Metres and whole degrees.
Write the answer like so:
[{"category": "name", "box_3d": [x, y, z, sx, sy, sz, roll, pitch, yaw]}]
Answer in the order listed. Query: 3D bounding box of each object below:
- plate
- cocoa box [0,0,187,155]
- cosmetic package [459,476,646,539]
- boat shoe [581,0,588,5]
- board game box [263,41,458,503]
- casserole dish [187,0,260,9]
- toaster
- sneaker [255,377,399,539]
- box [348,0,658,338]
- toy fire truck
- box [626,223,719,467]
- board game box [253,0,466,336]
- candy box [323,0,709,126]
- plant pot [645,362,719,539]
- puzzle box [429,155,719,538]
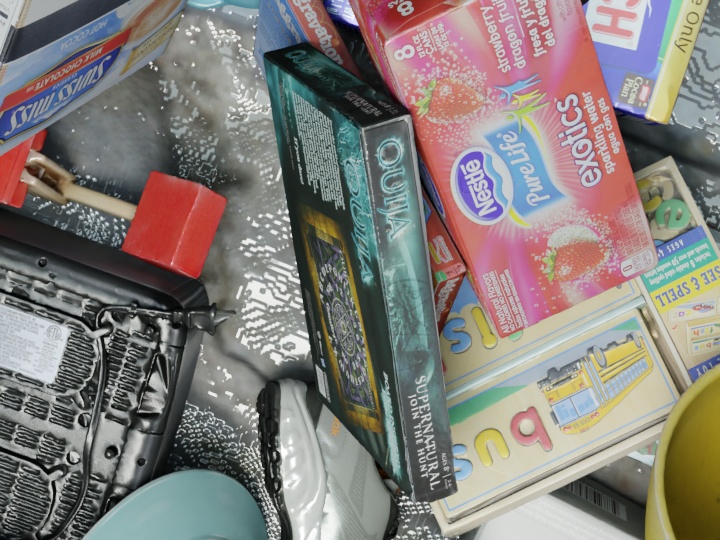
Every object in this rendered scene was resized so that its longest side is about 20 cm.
[{"category": "plate", "box_3d": [-0.110, 0.206, 1.021, 0.025, 0.200, 0.202, 21, 99, 33]}, {"category": "cocoa box", "box_3d": [-0.177, -0.163, 0.947, 0.133, 0.200, 0.132, 35, 126, 9]}, {"category": "cosmetic package", "box_3d": [0.085, 0.214, 1.059, 0.106, 0.090, 0.201, 28, 101, 1]}, {"category": "boat shoe", "box_3d": [0.134, -0.203, 0.939, 0.067, 0.057, 0.200, 42, 98, -5]}, {"category": "board game box", "box_3d": [0.000, 0.000, 0.932, 0.028, 0.135, 0.202, -17, 116, -17]}, {"category": "casserole dish", "box_3d": [-0.060, -0.240, 1.035, 0.120, 0.039, 0.201, 27, 99, 0]}, {"category": "toaster", "box_3d": [-0.182, 0.068, 1.039, 0.198, 0.119, 0.182, 18, 99, 2]}, {"category": "sneaker", "box_3d": [-0.010, 0.159, 1.065, 0.079, 0.074, 0.202, -6, 101, -13]}, {"category": "box", "box_3d": [0.068, -0.079, 0.919, 0.095, 0.100, 0.201, -25, 131, -1]}, {"category": "toy fire truck", "box_3d": [-0.186, -0.056, 1.032, 0.199, 0.141, 0.049, 17, 85, 41]}, {"category": "box", "box_3d": [0.137, 0.023, 1.054, 0.199, 0.040, 0.138, 22, 97, 1]}, {"category": "board game box", "box_3d": [-0.004, -0.061, 0.987, 0.019, 0.103, 0.201, -22, 71, -15]}, {"category": "candy box", "box_3d": [0.096, -0.186, 1.012, 0.198, 0.077, 0.170, 17, 97, 0]}, {"category": "plant pot", "box_3d": [0.225, 0.158, 0.938, 0.198, 0.201, 0.143, 16, 140, 1]}, {"category": "puzzle box", "box_3d": [0.107, 0.042, 1.003, 0.199, 0.025, 0.134, -27, 74, 7]}]
